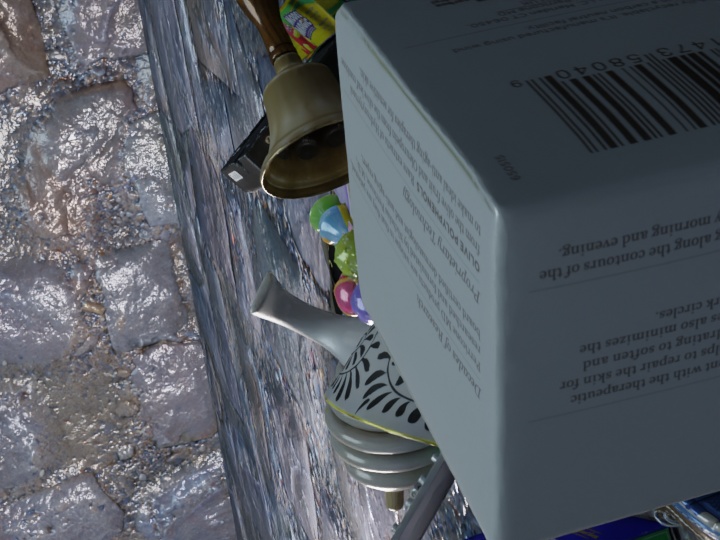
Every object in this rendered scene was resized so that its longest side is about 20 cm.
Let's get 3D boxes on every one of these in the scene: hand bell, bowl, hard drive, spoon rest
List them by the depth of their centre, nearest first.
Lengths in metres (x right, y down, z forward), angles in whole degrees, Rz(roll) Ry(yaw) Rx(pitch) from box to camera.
[{"bbox_3d":[0.081,0.062,0.898,0.201,0.199,0.095,-154,76,-73],"label":"bowl"},{"bbox_3d":[-0.059,-0.165,0.993,0.104,0.103,0.201,105,145,-63],"label":"hand bell"},{"bbox_3d":[-0.033,-0.153,1.096,0.038,0.201,0.140,38,170,-11],"label":"hard drive"},{"bbox_3d":[0.004,0.060,1.156,0.100,0.198,0.061,-64,-17,-9],"label":"spoon rest"}]

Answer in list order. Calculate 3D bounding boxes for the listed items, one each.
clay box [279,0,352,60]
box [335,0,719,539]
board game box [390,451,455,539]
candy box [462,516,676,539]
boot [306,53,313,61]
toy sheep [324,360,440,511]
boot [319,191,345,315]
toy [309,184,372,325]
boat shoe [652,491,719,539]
[{"bbox_3d":[-0.012,-0.236,1.056,0.047,0.115,0.200,39,171,-10],"label":"clay box"},{"bbox_3d":[0.112,-0.022,0.586,0.200,0.197,0.173,-120,21,-54],"label":"box"},{"bbox_3d":[0.044,0.187,1.079,0.026,0.201,0.200,28,161,12],"label":"board game box"},{"bbox_3d":[0.095,0.224,0.890,0.169,0.198,0.078,159,94,-76],"label":"candy box"},{"bbox_3d":[-0.022,-0.207,1.254,0.144,0.070,0.203,-128,30,-73],"label":"boot"},{"bbox_3d":[0.030,0.133,1.231,0.138,0.137,0.202,-131,29,-62],"label":"toy sheep"},{"bbox_3d":[0.009,-0.014,1.291,0.151,0.072,0.202,103,156,-63],"label":"boot"},{"bbox_3d":[0.000,0.000,1.048,0.200,0.047,0.116,-123,22,-55],"label":"toy"},{"bbox_3d":[0.179,0.098,0.727,0.200,0.071,0.073,-108,5,-62],"label":"boat shoe"}]
